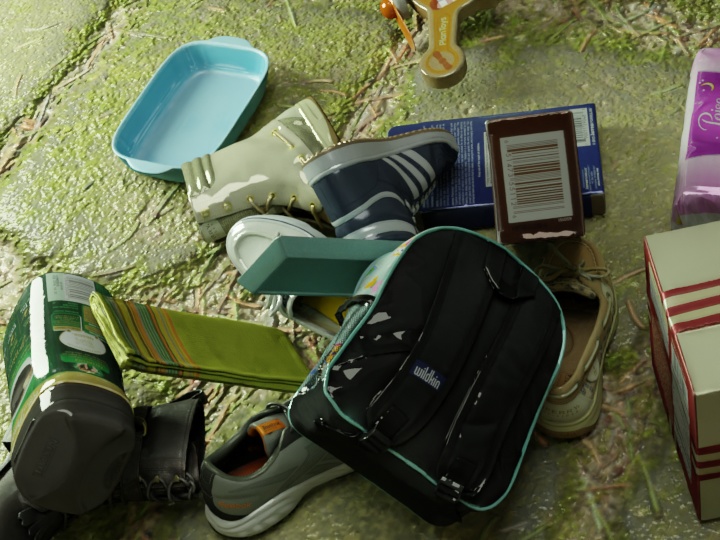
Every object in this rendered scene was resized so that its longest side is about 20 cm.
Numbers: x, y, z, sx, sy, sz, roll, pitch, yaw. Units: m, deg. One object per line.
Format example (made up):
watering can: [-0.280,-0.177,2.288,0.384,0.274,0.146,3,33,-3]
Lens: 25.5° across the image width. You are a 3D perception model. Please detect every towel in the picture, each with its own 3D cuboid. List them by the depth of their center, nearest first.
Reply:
towel: [-0.126,0.060,1.308,0.018,0.199,0.086,-56,45,24]

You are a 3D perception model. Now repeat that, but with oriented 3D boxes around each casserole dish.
casserole dish: [-0.165,-0.156,1.593,0.120,0.039,0.201,11,53,23]

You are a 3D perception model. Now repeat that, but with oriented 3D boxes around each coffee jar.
coffee jar: [-0.231,0.095,1.256,0.085,0.105,0.201,17,27,-24]

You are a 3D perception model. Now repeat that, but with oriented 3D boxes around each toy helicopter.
toy helicopter: [0.075,-0.261,1.603,0.131,0.079,0.201,-5,51,11]

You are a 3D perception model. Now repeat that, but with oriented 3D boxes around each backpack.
backpack: [0.055,0.074,1.217,0.175,0.153,0.201,33,69,-9]

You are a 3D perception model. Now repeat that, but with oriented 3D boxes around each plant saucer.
plant saucer: [0.000,0.000,1.285,0.199,0.070,0.019,3,56,-37]

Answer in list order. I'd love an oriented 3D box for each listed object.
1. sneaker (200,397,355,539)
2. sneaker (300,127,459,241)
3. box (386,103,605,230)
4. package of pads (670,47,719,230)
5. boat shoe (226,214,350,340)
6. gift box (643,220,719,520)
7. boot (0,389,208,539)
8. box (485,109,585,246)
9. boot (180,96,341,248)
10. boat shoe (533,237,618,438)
sneaker: [-0.044,0.131,1.273,0.200,0.080,0.074,-37,48,-21]
sneaker: [0.035,-0.058,1.372,0.070,0.199,0.109,-31,80,35]
box: [0.122,-0.094,1.466,0.198,0.033,0.122,-5,47,8]
package of pads: [0.340,-0.105,1.391,0.119,0.076,0.201,4,50,16]
boat shoe: [-0.051,0.016,1.357,0.201,0.075,0.086,34,22,24]
gift box: [0.319,0.059,1.170,0.185,0.201,0.186,-11,51,2]
boot: [-0.211,0.176,1.282,0.172,0.070,0.201,-4,46,12]
box: [0.146,-0.075,1.311,0.074,0.200,0.101,-6,91,9]
boot: [-0.073,-0.057,1.457,0.154,0.072,0.201,-25,53,-4]
boat shoe: [0.174,0.041,1.309,0.072,0.063,0.201,-4,48,11]
